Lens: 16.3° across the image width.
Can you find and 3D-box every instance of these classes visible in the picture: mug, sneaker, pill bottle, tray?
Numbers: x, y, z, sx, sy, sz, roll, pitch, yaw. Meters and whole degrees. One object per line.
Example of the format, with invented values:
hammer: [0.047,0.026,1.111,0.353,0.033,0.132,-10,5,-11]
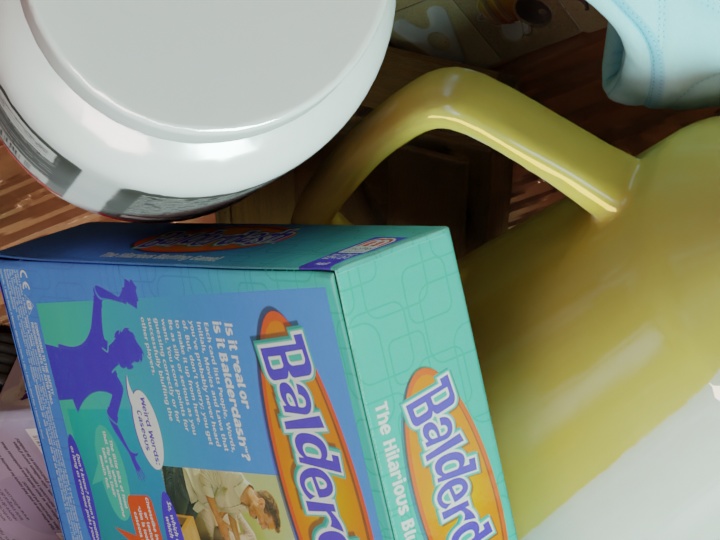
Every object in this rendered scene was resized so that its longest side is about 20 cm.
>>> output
mug: [0.085,0.028,0.751,0.185,0.150,0.153,7,148,-32]
sneaker: [0.073,-0.115,0.696,0.081,0.074,0.201,-14,131,12]
pill bottle: [-0.052,-0.076,0.708,0.115,0.116,0.200,29,174,-8]
tray: [0.000,0.000,0.901,0.098,0.037,0.201,14,142,10]

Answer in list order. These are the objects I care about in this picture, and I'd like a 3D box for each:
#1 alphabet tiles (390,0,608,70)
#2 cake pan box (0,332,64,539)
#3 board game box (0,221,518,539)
alphabet tiles: [0.002,-0.139,0.771,0.166,0.006,0.200,-17,127,39]
cake pan box: [-0.140,0.108,1.098,0.183,0.053,0.200,-8,133,31]
board game box: [-0.032,0.063,0.771,0.199,0.045,0.153,4,109,54]
